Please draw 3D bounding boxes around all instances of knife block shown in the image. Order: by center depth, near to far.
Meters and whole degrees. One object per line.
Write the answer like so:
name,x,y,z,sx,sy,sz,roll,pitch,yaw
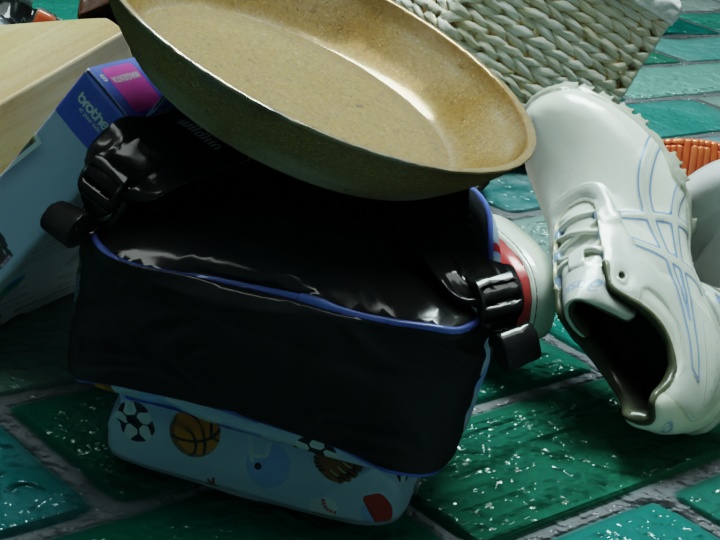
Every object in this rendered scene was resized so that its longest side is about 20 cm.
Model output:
knife block,-0.216,-0.042,0.738,0.199,0.064,0.176,-3,44,8

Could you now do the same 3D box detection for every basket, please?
basket,0.102,-0.207,1.202,0.200,0.161,0.198,23,11,-35

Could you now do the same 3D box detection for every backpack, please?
backpack,-0.023,0.010,0.675,0.199,0.155,0.191,19,30,3

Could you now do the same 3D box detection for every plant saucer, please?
plant saucer,-0.022,-0.084,0.639,0.199,0.036,0.200,22,26,-11

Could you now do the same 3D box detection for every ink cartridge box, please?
ink cartridge box,-0.125,-0.047,0.724,0.042,0.200,0.119,51,28,4

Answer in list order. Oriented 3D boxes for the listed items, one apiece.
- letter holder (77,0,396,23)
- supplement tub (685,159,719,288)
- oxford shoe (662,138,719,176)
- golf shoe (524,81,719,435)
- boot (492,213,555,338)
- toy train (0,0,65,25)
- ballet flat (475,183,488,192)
letter holder,-0.070,-0.199,0.996,0.100,0.143,0.200,-12,-26,38
supplement tub,0.261,-0.007,0.860,0.145,0.146,0.200,23,25,30
oxford shoe,0.273,-0.052,1.118,0.199,0.072,0.073,13,1,-7
golf shoe,0.129,-0.009,0.769,0.097,0.078,0.201,-9,67,-52
boot,0.000,0.000,0.830,0.144,0.073,0.200,-6,18,-35
toy train,-0.206,-0.132,0.942,0.114,0.086,0.200,23,1,-15
ballet flat,0.052,-0.069,1.026,0.068,0.069,0.200,15,22,6
